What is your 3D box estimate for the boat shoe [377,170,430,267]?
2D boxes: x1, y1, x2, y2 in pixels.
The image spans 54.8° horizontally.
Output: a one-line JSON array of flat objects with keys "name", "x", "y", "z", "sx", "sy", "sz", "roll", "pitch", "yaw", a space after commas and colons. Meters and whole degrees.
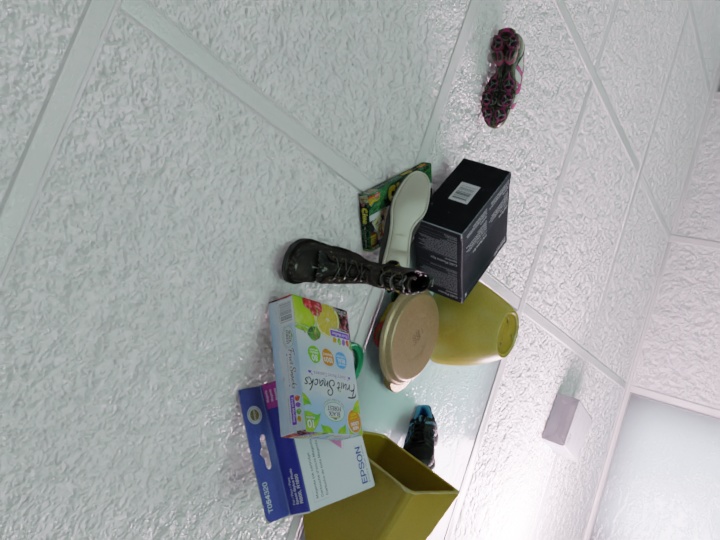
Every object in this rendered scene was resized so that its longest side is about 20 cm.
[{"name": "boat shoe", "x": 0.066, "y": -0.074, "z": 1.193, "sx": 0.067, "sy": 0.057, "sz": 0.200, "roll": 18, "pitch": 83, "yaw": -19}]

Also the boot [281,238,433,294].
[{"name": "boot", "x": 0.000, "y": 0.000, "z": 1.048, "sx": 0.200, "sy": 0.174, "sz": 0.069, "roll": -4, "pitch": 104, "yaw": -54}]

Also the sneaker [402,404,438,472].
[{"name": "sneaker", "x": 0.113, "y": 0.336, "z": 1.382, "sx": 0.200, "sy": 0.073, "sz": 0.082, "roll": -55, "pitch": 140, "yaw": -74}]

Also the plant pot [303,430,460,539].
[{"name": "plant pot", "x": 0.015, "y": 0.415, "z": 1.209, "sx": 0.195, "sy": 0.194, "sz": 0.200, "roll": 24, "pitch": 95, "yaw": -54}]

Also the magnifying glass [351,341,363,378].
[{"name": "magnifying glass", "x": -0.057, "y": 0.201, "z": 1.174, "sx": 0.200, "sy": 0.022, "sz": 0.080, "roll": -52, "pitch": 138, "yaw": -33}]

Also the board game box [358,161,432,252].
[{"name": "board game box", "x": 0.067, "y": -0.116, "z": 1.235, "sx": 0.200, "sy": 0.023, "sz": 0.105, "roll": -33, "pitch": 124, "yaw": -45}]

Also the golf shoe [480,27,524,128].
[{"name": "golf shoe", "x": 0.303, "y": -0.386, "z": 1.424, "sx": 0.092, "sy": 0.072, "sz": 0.200, "roll": 6, "pitch": 96, "yaw": -56}]

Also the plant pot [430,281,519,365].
[{"name": "plant pot", "x": 0.245, "y": 0.117, "z": 1.453, "sx": 0.200, "sy": 0.142, "sz": 0.200, "roll": -23, "pitch": 119, "yaw": -48}]

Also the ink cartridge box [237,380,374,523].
[{"name": "ink cartridge box", "x": -0.077, "y": 0.257, "z": 1.056, "sx": 0.200, "sy": 0.043, "sz": 0.197, "roll": -3, "pitch": 74, "yaw": -49}]

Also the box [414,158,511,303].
[{"name": "box", "x": 0.196, "y": -0.077, "z": 1.328, "sx": 0.200, "sy": 0.104, "sz": 0.182, "roll": -48, "pitch": 147, "yaw": -33}]

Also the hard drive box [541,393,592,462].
[{"name": "hard drive box", "x": 0.657, "y": 0.501, "z": 2.204, "sx": 0.200, "sy": 0.077, "sz": 0.156, "roll": 46, "pitch": 64, "yaw": -50}]

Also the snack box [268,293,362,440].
[{"name": "snack box", "x": -0.066, "y": 0.147, "z": 1.036, "sx": 0.142, "sy": 0.053, "sz": 0.200, "roll": 21, "pitch": 55, "yaw": -52}]

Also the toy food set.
[{"name": "toy food set", "x": 0.089, "y": 0.122, "z": 1.321, "sx": 0.198, "sy": 0.049, "sz": 0.200, "roll": -58, "pitch": 141, "yaw": -24}]
